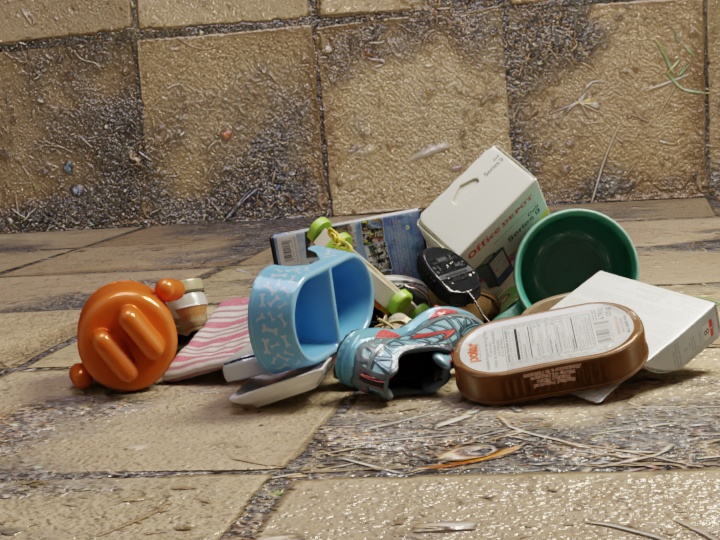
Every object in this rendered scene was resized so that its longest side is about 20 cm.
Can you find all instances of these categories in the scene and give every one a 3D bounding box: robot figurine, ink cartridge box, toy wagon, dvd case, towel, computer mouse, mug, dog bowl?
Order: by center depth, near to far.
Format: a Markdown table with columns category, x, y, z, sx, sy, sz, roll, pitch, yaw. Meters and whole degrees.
| category | x | y | z | sx | sy | sz | roll | pitch | yaw |
| --- | --- | --- | --- | --- | --- | --- | --- | --- | --- |
| ink cartridge box | 0.256 | 0.082 | 1.479 | 0.199 | 0.051 | 0.161 | -36 | 34 | -30 |
| dog bowl | -0.046 | 0.039 | 1.486 | 0.049 | 0.113 | 0.200 | -2 | 12 | 28 |
| computer mouse | 0.129 | 0.046 | 1.612 | 0.058 | 0.034 | 0.200 | -13 | 49 | -33 |
| robot figurine | -0.269 | 0.072 | 1.631 | 0.115 | 0.146 | 0.200 | 11 | 4 | -12 |
| toy wagon | 0.000 | 0.000 | 1.651 | 0.155 | 0.040 | 0.200 | 42 | 3 | 26 |
| towel | -0.143 | 0.066 | 1.675 | 0.145 | 0.030 | 0.200 | -18 | 16 | 22 |
| mug | 0.250 | 0.002 | 1.754 | 0.182 | 0.154 | 0.114 | -4 | 1 | 6 |
| dvd case | -0.008 | 0.008 | 1.806 | 0.197 | 0.145 | 0.018 | -10 | 12 | 1 |
| ink cartridge box | 0.170 | -0.044 | 1.818 | 0.087 | 0.145 | 0.200 | 42 | -8 | 33 |

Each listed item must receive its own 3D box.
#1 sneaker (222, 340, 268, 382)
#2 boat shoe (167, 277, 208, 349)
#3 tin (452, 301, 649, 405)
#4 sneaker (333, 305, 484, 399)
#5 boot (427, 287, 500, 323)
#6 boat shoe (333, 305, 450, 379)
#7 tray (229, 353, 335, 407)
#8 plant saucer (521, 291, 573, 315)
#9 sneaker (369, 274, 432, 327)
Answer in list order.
| category | x | y | z | sx | sy | sz | roll | pitch | yaw |
| --- | --- | --- | --- | --- | --- | --- | --- | --- | --- |
| sneaker | -0.090 | 0.067 | 1.537 | 0.072 | 0.072 | 0.199 | -17 | 5 | 32 |
| boat shoe | -0.243 | 0.070 | 1.829 | 0.074 | 0.069 | 0.200 | -12 | -12 | -20 |
| tin | 0.190 | 0.081 | 1.423 | 0.197 | 0.042 | 0.112 | -11 | 24 | 7 |
| sneaker | 0.071 | 0.099 | 1.489 | 0.198 | 0.080 | 0.095 | -15 | 29 | -37 |
| boot | 0.126 | 0.055 | 1.753 | 0.073 | 0.077 | 0.200 | -7 | -17 | 20 |
| boat shoe | 0.043 | 0.081 | 1.585 | 0.073 | 0.067 | 0.199 | 2 | 10 | 41 |
| tray | -0.070 | 0.111 | 1.523 | 0.106 | 0.022 | 0.200 | -18 | 5 | 10 |
| plant saucer | 0.280 | 0.066 | 1.602 | 0.197 | 0.030 | 0.200 | -3 | 19 | 1 |
| sneaker | -0.001 | 0.057 | 1.761 | 0.197 | 0.082 | 0.075 | -10 | 8 | -10 |
